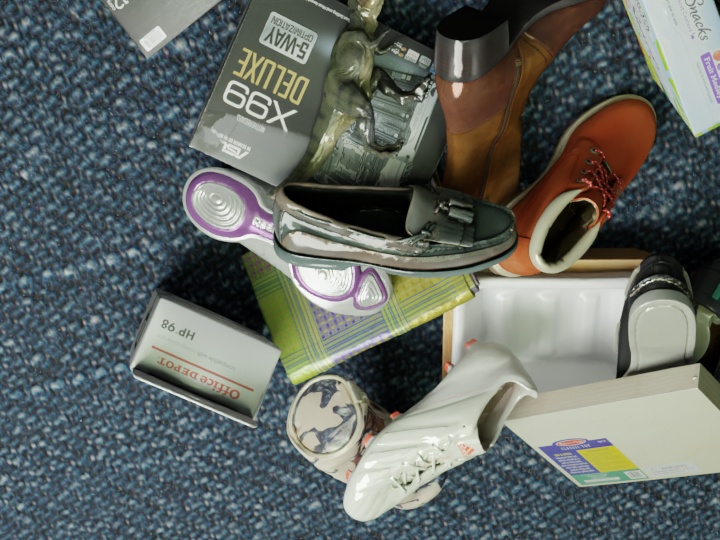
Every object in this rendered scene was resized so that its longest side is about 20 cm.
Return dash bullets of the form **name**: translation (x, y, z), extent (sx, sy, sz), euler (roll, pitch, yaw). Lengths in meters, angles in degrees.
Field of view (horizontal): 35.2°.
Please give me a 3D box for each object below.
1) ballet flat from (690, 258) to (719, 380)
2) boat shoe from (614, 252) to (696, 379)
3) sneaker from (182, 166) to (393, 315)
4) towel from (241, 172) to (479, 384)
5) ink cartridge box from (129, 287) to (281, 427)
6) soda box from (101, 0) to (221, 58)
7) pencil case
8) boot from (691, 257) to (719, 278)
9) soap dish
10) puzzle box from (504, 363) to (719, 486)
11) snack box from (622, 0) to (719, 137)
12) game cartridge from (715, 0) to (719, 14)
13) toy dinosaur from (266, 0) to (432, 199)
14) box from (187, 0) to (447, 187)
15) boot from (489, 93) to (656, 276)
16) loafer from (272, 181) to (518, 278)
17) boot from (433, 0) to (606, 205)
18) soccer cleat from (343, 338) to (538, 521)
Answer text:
- **ballet flat**: translation (0.299, 0.074, 1.033), extent (0.072, 0.074, 0.201), euler (3, 139, -1)
- **boat shoe**: translation (0.251, 0.069, 0.973), extent (0.073, 0.061, 0.201), euler (-1, 138, 13)
- **sneaker**: translation (-0.054, -0.035, 0.988), extent (0.199, 0.100, 0.075), euler (33, 104, 2)
- **towel**: translation (0.000, 0.000, 1.011), extent (0.198, 0.023, 0.145), euler (-28, 69, 13)
- **ink cartridge box**: translation (-0.137, 0.072, 0.994), extent (0.115, 0.200, 0.067), euler (24, 87, -12)
- **soda box**: translation (-0.109, -0.257, 0.897), extent (0.199, 0.071, 0.064), euler (-34, 108, 16)
- **pencil case**: translation (0.012, 0.161, 1.060), extent (0.089, 0.078, 0.200), euler (-40, 143, 8)
- **boot**: translation (0.374, -0.006, 1.028), extent (0.144, 0.070, 0.202), euler (-13, 110, 16)
- **soap dish**: translation (0.173, 0.052, 1.049), extent (0.197, 0.082, 0.159), euler (-1, 118, 1)
- **puzzle box**: translation (0.239, 0.140, 0.994), extent (0.199, 0.026, 0.133), euler (-16, 135, 41)
- **snack box**: translation (0.229, -0.221, 0.872), extent (0.052, 0.143, 0.201), euler (-25, 114, 11)
- **game cartridge**: translation (0.296, -0.197, 0.891), extent (0.038, 0.130, 0.201), euler (-23, 114, 13)
- **toy dinosaur**: translation (0.003, -0.136, 0.902), extent (0.087, 0.047, 0.202), euler (23, 97, 3)
- **box**: translation (-0.024, -0.136, 0.946), extent (0.198, 0.050, 0.159), euler (25, 95, -12)
- **boot**: translation (0.193, -0.070, 0.945), extent (0.075, 0.107, 0.200), euler (44, 81, -13)
- **loafer**: translation (0.027, -0.038, 0.891), extent (0.197, 0.072, 0.063), euler (-1, 135, 2)
- **boot**: translation (0.135, -0.136, 0.942), extent (0.068, 0.188, 0.202), euler (28, 141, 32)
- **soccer cleat**: translation (0.066, 0.146, 0.974), extent (0.200, 0.078, 0.069), euler (-46, 141, -3)
